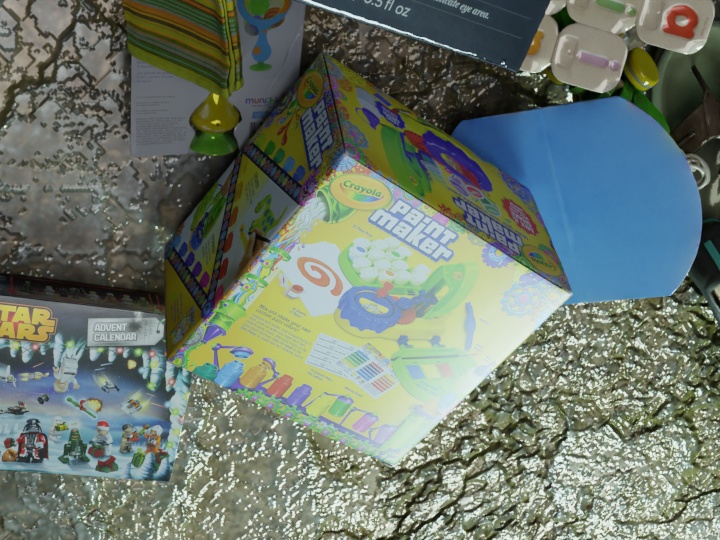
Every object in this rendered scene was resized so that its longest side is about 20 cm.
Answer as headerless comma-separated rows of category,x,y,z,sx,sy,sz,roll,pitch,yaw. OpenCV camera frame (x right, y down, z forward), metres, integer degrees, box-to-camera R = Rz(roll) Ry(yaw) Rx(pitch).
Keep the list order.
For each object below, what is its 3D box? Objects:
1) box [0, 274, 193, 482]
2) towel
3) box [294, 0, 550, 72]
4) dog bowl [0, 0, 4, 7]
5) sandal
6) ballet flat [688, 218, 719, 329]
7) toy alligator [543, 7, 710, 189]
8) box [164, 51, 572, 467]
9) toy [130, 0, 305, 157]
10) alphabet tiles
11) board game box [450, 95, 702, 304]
box,-0.221,0.077,0.865,0.197,0.040,0.139,7,110,-20
towel,-0.112,-0.191,0.675,0.018,0.085,0.202,-51,153,-36
box,0.036,-0.247,0.704,0.195,0.117,0.202,8,114,-40
dog bowl,-0.295,-0.205,0.702,0.197,0.059,0.203,-7,116,-15
sandal,0.265,-0.095,0.930,0.078,0.057,0.204,-11,117,-12
ballet flat,0.320,0.035,0.982,0.068,0.069,0.199,-40,131,18
toy alligator,0.185,-0.121,0.868,0.200,0.054,0.059,47,130,-13
box,0.000,0.000,0.824,0.198,0.123,0.193,29,119,-29
toy,-0.095,-0.175,0.786,0.113,0.047,0.203,-5,120,-20
alphabet tiles,0.152,-0.229,0.808,0.192,0.015,0.203,16,105,8
board game box,0.153,-0.054,0.893,0.197,0.039,0.160,-6,117,27
